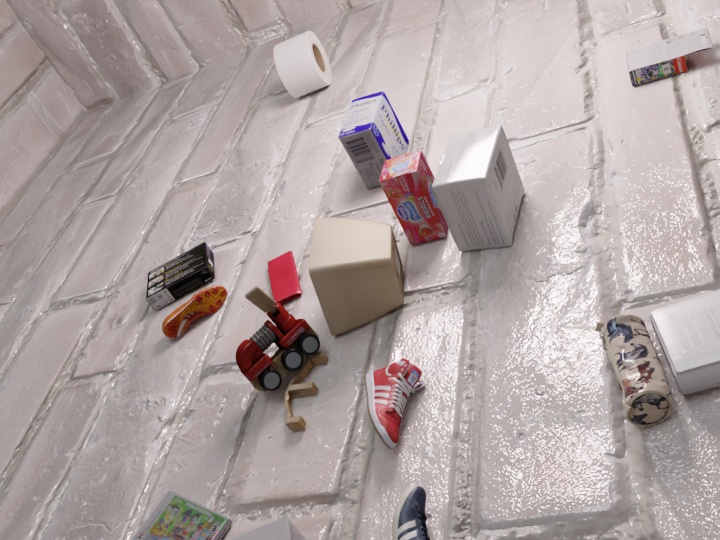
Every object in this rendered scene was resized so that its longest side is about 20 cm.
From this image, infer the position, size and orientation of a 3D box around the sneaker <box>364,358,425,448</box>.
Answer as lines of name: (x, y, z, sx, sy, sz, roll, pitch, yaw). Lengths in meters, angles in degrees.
sneaker: (0.074, 0.244, 1.515, 0.112, 0.071, 0.200, -28, 32, 10)

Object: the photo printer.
photo printer: (0.596, 0.105, 1.295, 0.199, 0.070, 0.167, -20, 35, 15)

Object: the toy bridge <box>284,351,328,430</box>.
toy bridge: (-0.124, 0.255, 1.689, 0.067, 0.027, 0.201, -12, 37, 27)

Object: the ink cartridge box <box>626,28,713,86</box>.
ink cartridge box: (0.776, -0.535, 1.984, 0.199, 0.051, 0.109, -12, 38, 24)

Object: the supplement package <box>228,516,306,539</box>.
supplement package: (-0.113, 0.498, 1.222, 0.109, 0.201, 0.114, -24, 34, 8)

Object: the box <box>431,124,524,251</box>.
box: (0.271, -0.185, 1.791, 0.130, 0.201, 0.200, -5, 42, 29)

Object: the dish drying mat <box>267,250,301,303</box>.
dish drying mat: (-0.198, 0.020, 2.050, 0.076, 0.018, 0.200, -27, 34, 5)

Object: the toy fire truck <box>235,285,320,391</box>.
toy fire truck: (-0.206, 0.139, 1.713, 0.176, 0.200, 0.129, -42, 11, -16)

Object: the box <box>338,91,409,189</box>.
box: (0.041, -0.365, 2.204, 0.104, 0.184, 0.201, -13, 38, 25)

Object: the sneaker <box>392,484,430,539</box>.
sneaker: (0.094, 0.440, 1.256, 0.084, 0.075, 0.201, -8, 50, 32)

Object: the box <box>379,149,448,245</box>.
box: (0.132, -0.170, 1.876, 0.099, 0.201, 0.096, -13, 36, 24)

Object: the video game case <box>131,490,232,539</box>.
video game case: (-0.366, 0.531, 1.530, 0.199, 0.022, 0.182, 7, 49, 42)

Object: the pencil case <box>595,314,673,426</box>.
pencil case: (0.455, 0.164, 1.318, 0.089, 0.078, 0.201, -3, 39, 4)

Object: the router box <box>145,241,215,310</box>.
router box: (-0.515, 0.014, 2.264, 0.199, 0.051, 0.149, -27, 33, 5)

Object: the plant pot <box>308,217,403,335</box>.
plant pot: (0.000, 0.000, 1.785, 0.176, 0.201, 0.201, -9, 38, 11)

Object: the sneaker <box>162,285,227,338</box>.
sneaker: (-0.444, 0.098, 2.092, 0.199, 0.073, 0.077, -33, 24, -8)

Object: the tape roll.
tape roll: (-0.207, -0.742, 2.851, 0.138, 0.203, 0.203, -18, 36, 17)
